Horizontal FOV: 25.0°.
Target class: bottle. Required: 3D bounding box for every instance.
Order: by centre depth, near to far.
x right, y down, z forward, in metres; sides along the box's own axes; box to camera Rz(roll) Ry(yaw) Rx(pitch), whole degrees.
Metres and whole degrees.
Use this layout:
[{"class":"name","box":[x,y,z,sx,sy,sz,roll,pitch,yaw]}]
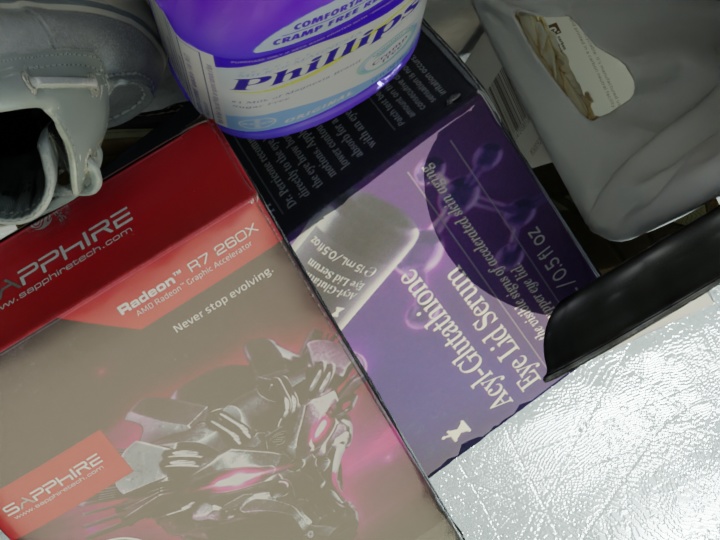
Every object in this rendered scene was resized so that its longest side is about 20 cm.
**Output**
[{"class":"bottle","box":[-0.019,-0.091,0.439,0.083,0.065,0.200,-27,173,-6]}]

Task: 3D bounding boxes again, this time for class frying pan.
[{"class":"frying pan","box":[0.139,-0.016,0.550,0.190,0.031,0.115,-34,175,21]}]

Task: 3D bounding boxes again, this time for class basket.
[{"class":"basket","box":[0.144,-0.112,0.560,0.123,0.136,0.200,-25,175,-26]}]

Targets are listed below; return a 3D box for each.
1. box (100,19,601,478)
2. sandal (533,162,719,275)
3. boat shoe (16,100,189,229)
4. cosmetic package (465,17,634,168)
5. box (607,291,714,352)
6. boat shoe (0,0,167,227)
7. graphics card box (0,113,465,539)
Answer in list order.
[{"class":"box","box":[-0.023,0.012,0.625,0.200,0.104,0.148,-38,132,3]},{"class":"sandal","box":[0.066,0.005,0.723,0.200,0.055,0.082,-21,-142,20]},{"class":"boat shoe","box":[-0.057,-0.039,0.687,0.200,0.065,0.073,1,125,-33]},{"class":"cosmetic package","box":[0.160,-0.113,0.793,0.200,0.085,0.108,-21,169,-13]},{"class":"box","box":[0.122,-0.024,0.998,0.156,0.041,0.200,-26,-143,20]},{"class":"boat shoe","box":[-0.111,-0.044,0.459,0.070,0.072,0.201,-27,173,21]},{"class":"graphics card box","box":[-0.054,0.060,0.542,0.125,0.051,0.200,-31,133,-3]}]
